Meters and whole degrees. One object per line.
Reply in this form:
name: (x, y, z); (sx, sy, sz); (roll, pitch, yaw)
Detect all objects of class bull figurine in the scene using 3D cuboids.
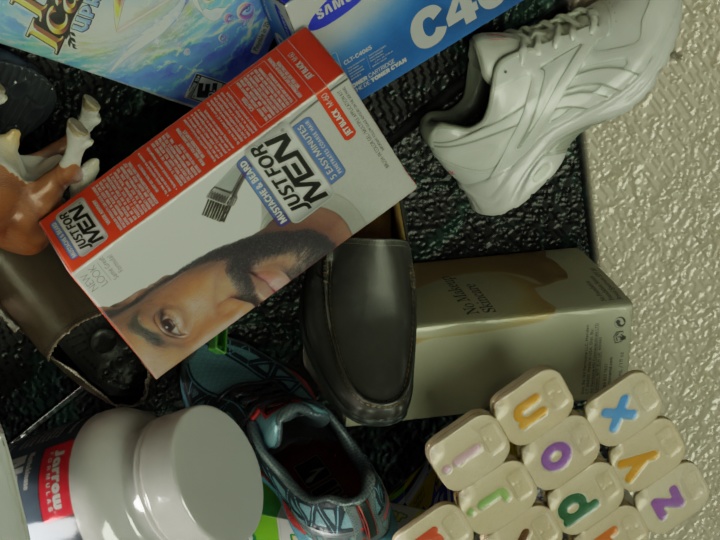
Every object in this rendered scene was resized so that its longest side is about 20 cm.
bull figurine: (-0.237, -0.068, 1.474); (0.121, 0.065, 0.200); (-46, 144, 18)

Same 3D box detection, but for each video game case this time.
video game case: (-0.120, -0.209, 1.527); (0.181, 0.045, 0.200); (17, 108, -24)

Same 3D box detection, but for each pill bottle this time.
pill bottle: (-0.166, 0.152, 1.590); (0.200, 0.120, 0.120); (-20, 126, 31)

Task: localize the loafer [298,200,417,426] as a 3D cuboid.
loafer: (0.000, 0.000, 1.578); (0.073, 0.200, 0.072); (-1, 149, -17)

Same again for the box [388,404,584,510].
box: (0.076, 0.160, 1.699); (0.070, 0.064, 0.200); (11, 147, -25)

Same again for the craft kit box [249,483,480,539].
craft kit box: (-0.017, 0.235, 1.699); (0.199, 0.049, 0.198); (10, 123, 15)

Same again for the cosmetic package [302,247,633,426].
cosmetic package: (0.070, 0.042, 1.679); (0.199, 0.105, 0.071); (-6, 115, -18)

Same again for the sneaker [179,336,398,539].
sneaker: (-0.044, 0.099, 1.616); (0.079, 0.200, 0.096); (-36, 151, -20)

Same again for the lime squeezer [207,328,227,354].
lime squeezer: (-0.076, -0.041, 1.613); (0.038, 0.071, 0.200); (25, 74, -15)

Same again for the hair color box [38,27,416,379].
hair color box: (-0.078, -0.039, 1.520); (0.200, 0.064, 0.111); (-36, 133, -1)

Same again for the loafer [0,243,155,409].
loafer: (-0.191, 0.015, 1.593); (0.073, 0.071, 0.200); (-44, 119, 5)

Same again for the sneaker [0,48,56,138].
sneaker: (-0.269, -0.131, 1.504); (0.200, 0.082, 0.070); (14, 123, -49)

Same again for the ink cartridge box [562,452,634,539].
ink cartridge box: (0.120, 0.211, 1.742); (0.050, 0.161, 0.200); (8, 112, -20)

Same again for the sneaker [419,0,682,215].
sneaker: (0.121, -0.131, 1.631); (0.200, 0.078, 0.099); (-46, 116, 5)

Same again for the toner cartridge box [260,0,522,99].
toner cartridge box: (0.038, -0.185, 1.566); (0.200, 0.043, 0.095); (-33, 131, -13)

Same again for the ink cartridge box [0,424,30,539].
ink cartridge box: (-0.292, 0.110, 1.531); (0.145, 0.200, 0.088); (-15, 115, -11)

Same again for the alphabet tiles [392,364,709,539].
alphabet tiles: (0.122, 0.156, 1.608); (0.195, 0.015, 0.200); (-35, 120, -7)
